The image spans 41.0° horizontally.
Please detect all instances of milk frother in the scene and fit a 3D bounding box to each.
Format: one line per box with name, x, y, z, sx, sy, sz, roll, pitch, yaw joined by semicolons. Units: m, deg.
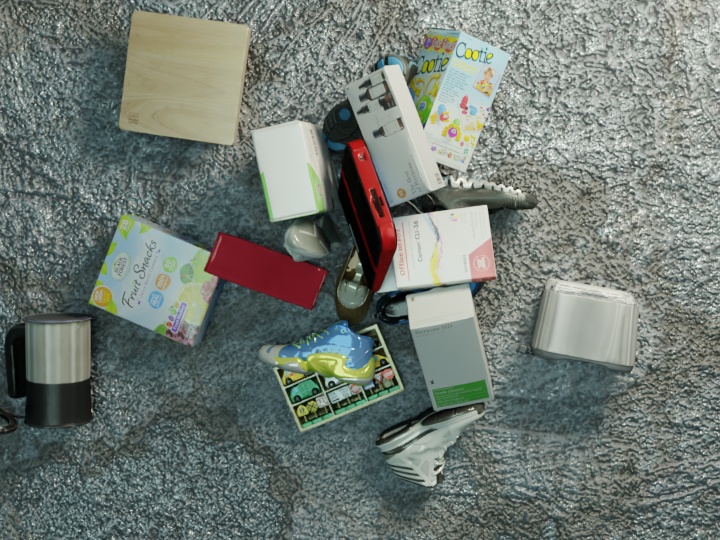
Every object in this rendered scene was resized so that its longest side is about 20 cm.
milk frother;-0.564;0.175;1.642;0.180;0.200;0.188;1;95;10

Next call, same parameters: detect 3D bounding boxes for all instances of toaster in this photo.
toaster;0.360;0.087;1.571;0.200;0.114;0.129;10;92;8

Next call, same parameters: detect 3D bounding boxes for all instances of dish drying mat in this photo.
dish drying mat;-0.160;0.001;1.634;0.200;0.018;0.077;20;96;-18

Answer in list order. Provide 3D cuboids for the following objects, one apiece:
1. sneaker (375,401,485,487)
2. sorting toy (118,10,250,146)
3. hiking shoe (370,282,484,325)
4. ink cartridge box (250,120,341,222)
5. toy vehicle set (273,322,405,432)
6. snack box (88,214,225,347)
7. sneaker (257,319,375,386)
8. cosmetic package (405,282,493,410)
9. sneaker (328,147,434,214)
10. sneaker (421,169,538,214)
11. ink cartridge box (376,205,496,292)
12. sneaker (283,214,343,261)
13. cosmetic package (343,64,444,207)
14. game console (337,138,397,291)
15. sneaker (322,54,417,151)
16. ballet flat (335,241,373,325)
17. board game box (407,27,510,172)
sneaker;0.137;0.296;1.642;0.200;0.076;0.115;-26;100;16
sorting toy;-0.291;-0.322;1.630;0.200;0.070;0.199;9;96;6
hiking shoe;0.118;0.047;1.606;0.200;0.087;0.074;-25;92;8
ink cartridge box;-0.099;-0.160;1.557;0.084;0.200;0.146;-12;93;10
toy vehicle set;-0.037;0.186;1.666;0.200;0.027;0.124;-24;92;8
snack box;-0.344;0.017;1.667;0.200;0.068;0.169;22;96;5
sneaker;-0.068;0.128;1.623;0.200;0.076;0.105;12;84;-1
cosmetic package;0.146;0.126;1.564;0.108;0.085;0.200;-13;131;9
sneaker;0.032;-0.165;1.601;0.060;0.104;0.200;-52;48;0
sneaker;0.191;-0.111;1.597;0.200;0.066;0.091;11;99;9
ink cartridge box;0.111;-0.031;1.542;0.200;0.067;0.117;-8;84;8
sneaker;-0.089;-0.042;1.568;0.080;0.200;0.070;-30;87;14
cosmetic package;0.051;-0.206;1.477;0.083;0.051;0.200;-20;93;36
game console;0.009;-0.087;1.514;0.031;0.177;0.200;-12;65;-12
sneaker;0.019;-0.267;1.558;0.200;0.082;0.073;-42;82;30
ballet flat;0.000;0.000;1.623;0.068;0.072;0.200;21;97;4
board game box;0.140;-0.275;1.550;0.105;0.103;0.200;17;98;-30
